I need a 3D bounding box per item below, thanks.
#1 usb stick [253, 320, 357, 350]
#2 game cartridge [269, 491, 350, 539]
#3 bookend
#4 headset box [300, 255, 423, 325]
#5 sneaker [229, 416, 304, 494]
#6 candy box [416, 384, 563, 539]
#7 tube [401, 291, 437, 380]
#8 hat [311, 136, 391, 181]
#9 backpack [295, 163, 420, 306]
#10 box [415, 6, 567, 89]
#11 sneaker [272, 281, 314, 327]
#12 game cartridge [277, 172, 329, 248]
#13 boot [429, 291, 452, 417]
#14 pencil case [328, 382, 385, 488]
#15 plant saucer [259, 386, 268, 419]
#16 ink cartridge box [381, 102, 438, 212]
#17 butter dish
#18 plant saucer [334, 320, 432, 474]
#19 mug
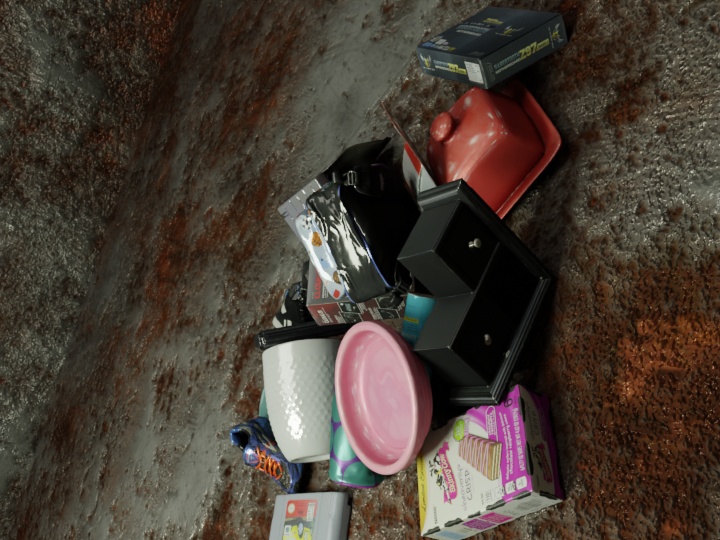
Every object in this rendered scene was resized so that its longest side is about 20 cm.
[{"bbox_3d":[-0.080,0.101,1.419,0.055,0.196,0.033,164,95,-69],"label":"usb stick"},{"bbox_3d":[-0.089,0.432,1.373,0.199,0.040,0.136,-23,57,51],"label":"game cartridge"},{"bbox_3d":[0.125,0.030,1.072,0.091,0.200,0.201,-13,40,55],"label":"bookend"},{"bbox_3d":[0.000,0.000,1.361,0.195,0.078,0.152,-5,59,13],"label":"headset box"},{"bbox_3d":[-0.167,0.331,1.490,0.199,0.077,0.077,30,113,47],"label":"sneaker"},{"bbox_3d":[0.156,0.249,1.072,0.199,0.060,0.139,-39,41,41],"label":"candy box"},{"bbox_3d":[0.073,0.134,1.160,0.077,0.049,0.205,15,97,61],"label":"tube"},{"bbox_3d":[-0.012,-0.159,1.545,0.200,0.199,0.082,-36,81,42],"label":"hat"},{"bbox_3d":[0.011,-0.058,1.231,0.152,0.190,0.204,-17,101,37],"label":"backpack"},{"bbox_3d":[0.198,-0.349,1.307,0.156,0.052,0.200,-30,29,-13],"label":"box"},{"bbox_3d":[-0.103,0.080,1.572,0.199,0.072,0.114,33,101,60],"label":"sneaker"},{"bbox_3d":[-0.046,-0.060,1.477,0.129,0.201,0.038,-31,9,40],"label":"game cartridge"},{"bbox_3d":[0.098,0.112,1.229,0.157,0.078,0.215,-35,45,43],"label":"boot"},{"bbox_3d":[0.002,0.221,1.280,0.085,0.090,0.205,163,112,-71],"label":"pencil case"},{"bbox_3d":[-0.138,0.238,1.577,0.199,0.027,0.204,-36,44,44],"label":"plant saucer"},{"bbox_3d":[0.081,-0.142,1.269,0.050,0.201,0.163,-36,21,10],"label":"ink cartridge box"},{"bbox_3d":[0.165,-0.185,1.243,0.200,0.146,0.202,-52,35,26],"label":"butter dish"},{"bbox_3d":[0.034,0.168,1.139,0.199,0.050,0.206,15,108,57],"label":"plant saucer"},{"bbox_3d":[-0.060,0.212,1.376,0.196,0.147,0.179,-14,71,19],"label":"mug"}]
